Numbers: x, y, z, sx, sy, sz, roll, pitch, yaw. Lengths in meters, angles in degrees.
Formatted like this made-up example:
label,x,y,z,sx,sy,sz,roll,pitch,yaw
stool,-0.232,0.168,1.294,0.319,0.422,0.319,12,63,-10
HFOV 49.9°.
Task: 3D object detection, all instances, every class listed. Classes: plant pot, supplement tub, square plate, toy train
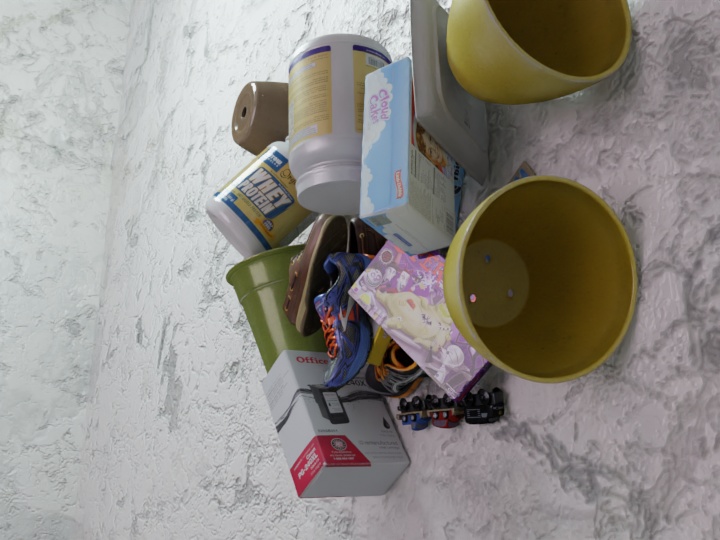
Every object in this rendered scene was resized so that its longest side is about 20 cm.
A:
label,x,y,z,sx,sy,sz,roll,pitch,yaw
plant pot,0.176,-0.266,0.861,0.142,0.198,0.202,144,129,-60
supplement tub,-0.140,-0.119,1.277,0.200,0.145,0.144,-44,29,-12
supplement tub,-0.024,-0.188,1.017,0.145,0.144,0.202,-24,63,54
plant pot,-0.136,-0.262,1.404,0.200,0.173,0.202,-26,59,55
square plate,0.118,-0.234,0.969,0.028,0.200,0.200,-13,67,28
toy train,0.111,0.179,0.985,0.199,0.034,0.046,-20,76,55
plant pot,0.164,0.012,0.815,0.142,0.198,0.202,170,109,-72
plant pot,-0.104,0.082,1.251,0.200,0.199,0.192,-33,66,51

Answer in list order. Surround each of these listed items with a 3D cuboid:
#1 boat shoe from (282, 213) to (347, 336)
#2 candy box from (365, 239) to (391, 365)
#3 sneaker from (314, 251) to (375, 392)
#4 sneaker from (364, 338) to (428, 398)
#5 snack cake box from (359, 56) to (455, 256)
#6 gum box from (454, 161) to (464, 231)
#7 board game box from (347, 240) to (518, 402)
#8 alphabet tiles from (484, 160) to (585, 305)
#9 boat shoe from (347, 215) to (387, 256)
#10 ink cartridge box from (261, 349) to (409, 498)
label,x,y,z,sx,sy,sz,roll,pitch,yaw
boat shoe,-0.073,0.000,1.105,0.067,0.072,0.201,34,126,26
candy box,0.040,0.018,1.041,0.202,0.026,0.102,-68,18,9
sneaker,-0.029,0.064,1.030,0.075,0.078,0.202,-41,36,55
sneaker,0.056,0.121,1.051,0.200,0.077,0.079,-37,52,51
snack cake box,0.058,-0.134,0.924,0.067,0.115,0.202,-15,60,32
gum box,0.074,-0.128,1.133,0.199,0.044,0.172,0,81,59
board game box,0.087,0.048,0.946,0.200,0.032,0.120,44,99,25
alphabet tiles,0.181,-0.007,0.951,0.201,0.007,0.168,-58,37,31
boat shoe,0.000,0.000,1.143,0.070,0.070,0.202,46,140,42
ink cartridge box,-0.040,0.214,1.101,0.084,0.144,0.201,-57,41,32
